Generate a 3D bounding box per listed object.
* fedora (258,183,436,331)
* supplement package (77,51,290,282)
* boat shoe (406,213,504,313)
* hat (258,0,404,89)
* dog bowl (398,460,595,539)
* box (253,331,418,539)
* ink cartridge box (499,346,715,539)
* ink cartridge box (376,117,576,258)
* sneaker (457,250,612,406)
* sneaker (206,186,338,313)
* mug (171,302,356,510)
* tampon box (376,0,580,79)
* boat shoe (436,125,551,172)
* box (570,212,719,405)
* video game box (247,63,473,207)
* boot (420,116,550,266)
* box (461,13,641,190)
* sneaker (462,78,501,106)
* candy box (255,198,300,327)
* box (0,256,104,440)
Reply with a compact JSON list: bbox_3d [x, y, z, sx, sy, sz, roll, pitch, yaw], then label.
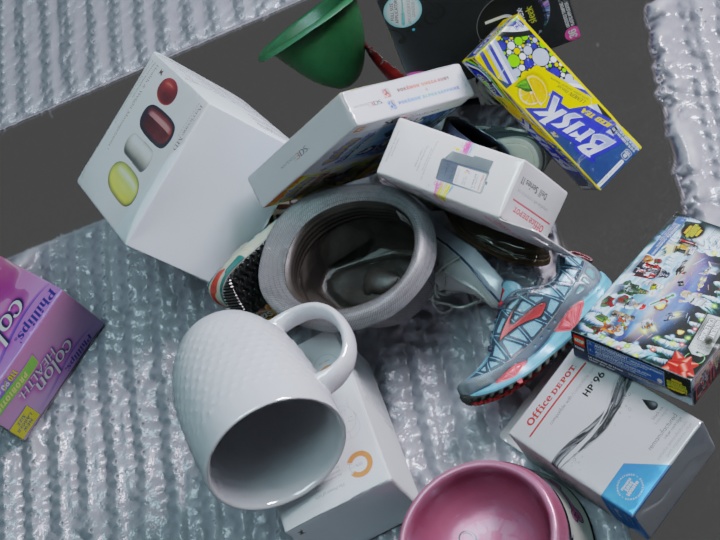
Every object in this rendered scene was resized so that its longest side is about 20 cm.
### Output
[{"bbox_3d":[0.000,0.000,1.577,0.200,0.090,0.177,-5,59,25],"label":"fedora"},{"bbox_3d":[-0.203,-0.119,1.732,0.191,0.147,0.200,-58,35,8],"label":"supplement package"},{"bbox_3d":[0.085,0.004,1.614,0.086,0.075,0.202,-45,50,-4],"label":"boat shoe"},{"bbox_3d":[-0.013,-0.244,1.847,0.166,0.176,0.200,-34,15,8],"label":"hat"},{"bbox_3d":[0.125,0.274,1.436,0.200,0.074,0.200,-13,58,21],"label":"dog bowl"},{"bbox_3d":[-0.033,0.182,1.555,0.124,0.097,0.200,-28,53,10],"label":"box"},{"bbox_3d":[0.231,0.158,1.452,0.200,0.068,0.116,31,78,37],"label":"ink cartridge box"},{"bbox_3d":[0.131,-0.084,1.512,0.200,0.117,0.067,23,89,33],"label":"ink cartridge box"},{"bbox_3d":[0.168,0.058,1.523,0.200,0.079,0.096,-39,81,-9],"label":"sneaker"},{"bbox_3d":[-0.094,-0.029,1.657,0.200,0.070,0.093,-43,24,-20],"label":"sneaker"},{"bbox_3d":[-0.093,0.112,1.476,0.200,0.148,0.175,-36,44,3],"label":"mug"},{"bbox_3d":[0.121,-0.314,1.647,0.200,0.150,0.126,-21,42,7],"label":"tampon box"},{"bbox_3d":[0.130,-0.132,1.693,0.200,0.073,0.062,3,20,36],"label":"boat shoe"},{"bbox_3d":[0.320,0.033,1.457,0.137,0.040,0.200,23,54,34],"label":"box"},{"bbox_3d":[-0.001,-0.147,1.608,0.200,0.182,0.047,-37,75,48],"label":"video game box"},{"bbox_3d":[0.139,-0.086,1.605,0.200,0.075,0.097,37,123,34],"label":"boot"},{"bbox_3d":[0.206,-0.179,1.589,0.070,0.200,0.064,-45,9,-3],"label":"box"},{"bbox_3d":[0.145,-0.210,1.707,0.129,0.079,0.199,-28,53,12],"label":"sneaker"},{"bbox_3d":[-0.085,-0.030,1.733,0.115,0.055,0.200,-11,57,21],"label":"candy box"},{"bbox_3d":[-0.455,0.084,1.831,0.200,0.097,0.176,25,75,35],"label":"box"}]
